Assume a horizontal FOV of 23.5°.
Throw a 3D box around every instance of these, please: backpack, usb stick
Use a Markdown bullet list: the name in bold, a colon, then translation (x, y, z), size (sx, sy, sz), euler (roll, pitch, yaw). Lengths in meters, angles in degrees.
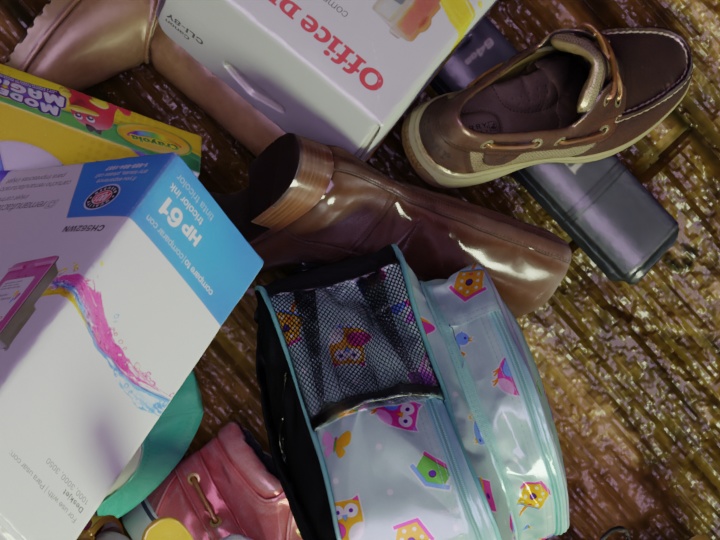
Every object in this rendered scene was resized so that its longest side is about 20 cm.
- **backpack**: translation (0.031, 0.105, 0.929), size (0.153, 0.176, 0.200), euler (-10, 60, 1)
- **usb stick**: translation (0.108, -0.077, 1.031), size (0.055, 0.033, 0.200), euler (-43, 92, -8)

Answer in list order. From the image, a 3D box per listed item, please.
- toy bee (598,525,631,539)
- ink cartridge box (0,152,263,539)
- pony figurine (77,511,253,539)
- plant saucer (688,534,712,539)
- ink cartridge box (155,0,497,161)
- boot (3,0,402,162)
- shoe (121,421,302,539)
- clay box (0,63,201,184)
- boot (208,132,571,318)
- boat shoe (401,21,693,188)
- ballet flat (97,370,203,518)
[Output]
- **toy bee**: translation (0.070, 0.237, 1.005), size (0.200, 0.109, 0.131), euler (-49, 137, -30)
- **ink cartridge box**: translation (-0.164, 0.042, 0.855), size (0.085, 0.144, 0.200), euler (53, 53, -31)
- **pony figurine**: translation (-0.104, 0.180, 0.870), size (0.166, 0.200, 0.193), euler (-35, 108, -17)
- **plant saucer**: translation (0.163, 0.279, 0.969), size (0.200, 0.048, 0.200), euler (-22, 105, -32)
- **ink cartridge box**: translation (0.005, -0.177, 0.967), size (0.145, 0.083, 0.200), euler (38, 70, -1)
- **boot**: translation (-0.092, -0.101, 1.005), size (0.200, 0.066, 0.175), euler (38, 89, -4)
- **shoe**: translation (-0.042, 0.185, 1.006), size (0.091, 0.071, 0.200), euler (-41, 88, 4)
- **clay box**: translation (-0.201, -0.053, 0.964), size (0.200, 0.048, 0.115), euler (18, 121, -16)
- **boot**: translation (0.000, 0.000, 1.007), size (0.200, 0.186, 0.064), euler (17, 61, -31)
- **boat shoe**: translation (0.120, -0.102, 0.983), size (0.200, 0.072, 0.072), euler (-17, 80, -27)
- **ballet flat**: translation (-0.173, 0.124, 0.983), size (0.200, 0.070, 0.067), euler (-39, 77, 7)
